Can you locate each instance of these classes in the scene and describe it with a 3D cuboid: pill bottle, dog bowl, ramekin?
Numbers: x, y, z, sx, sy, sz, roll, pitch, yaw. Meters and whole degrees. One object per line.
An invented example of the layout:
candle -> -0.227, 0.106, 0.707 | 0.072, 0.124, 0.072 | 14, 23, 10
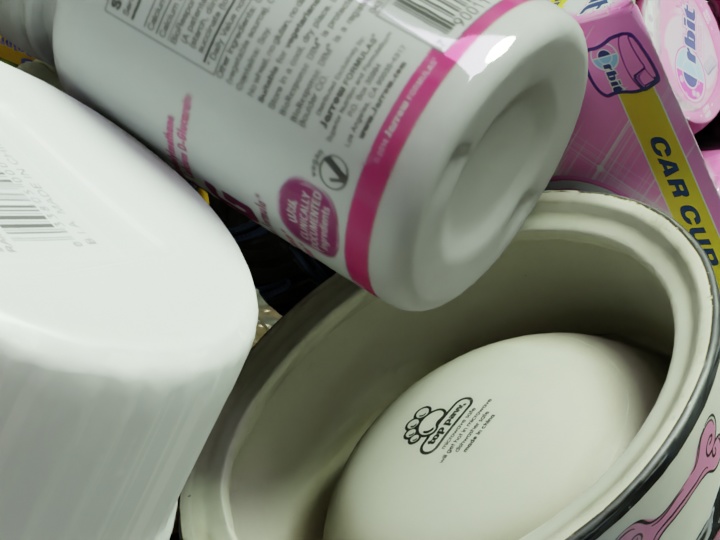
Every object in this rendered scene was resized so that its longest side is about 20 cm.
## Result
pill bottle -> -0.033, -0.081, 0.745 | 0.200, 0.113, 0.113 | 32, 34, 21
dog bowl -> 0.041, 0.066, 0.736 | 0.200, 0.074, 0.200 | -23, 34, 17
ramekin -> -0.129, 0.009, 0.672 | 0.200, 0.098, 0.201 | 27, 22, -12

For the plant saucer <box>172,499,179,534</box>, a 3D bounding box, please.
plant saucer -> -0.131, 0.029, 0.801 | 0.200, 0.037, 0.200 | 25, 31, -17

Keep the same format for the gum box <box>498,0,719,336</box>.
gum box -> 0.105, -0.011, 0.814 | 0.113, 0.200, 0.066 | -12, 22, 38

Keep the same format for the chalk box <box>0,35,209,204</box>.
chalk box -> -0.097, -0.086, 0.927 | 0.124, 0.200, 0.124 | 20, 64, 11

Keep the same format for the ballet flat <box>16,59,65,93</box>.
ballet flat -> -0.152, -0.054, 0.793 | 0.200, 0.068, 0.068 | 27, 31, -14

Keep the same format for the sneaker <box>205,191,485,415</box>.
sneaker -> 0.000, 0.000, 0.853 | 0.075, 0.200, 0.078 | -26, 13, 7
